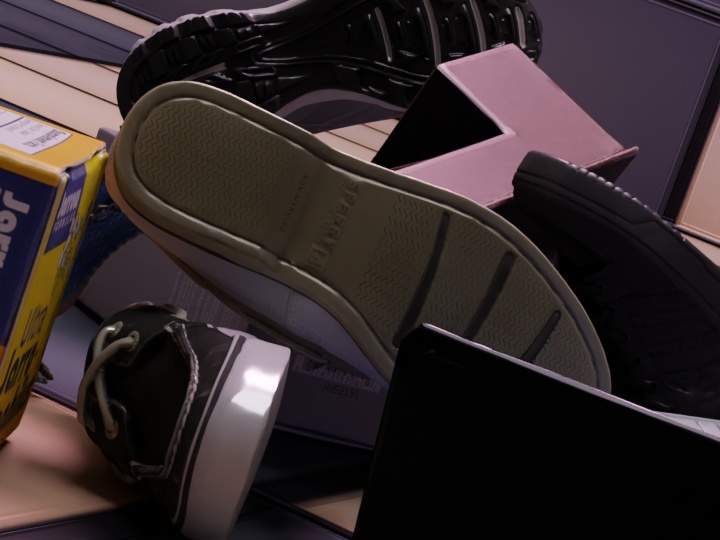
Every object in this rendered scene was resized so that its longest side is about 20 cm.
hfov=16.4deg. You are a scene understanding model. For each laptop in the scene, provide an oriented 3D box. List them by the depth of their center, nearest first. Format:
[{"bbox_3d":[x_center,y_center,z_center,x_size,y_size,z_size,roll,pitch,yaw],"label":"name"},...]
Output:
[{"bbox_3d":[0.096,0.086,0.865,0.176,0.104,0.200,22,8,9],"label":"laptop"}]

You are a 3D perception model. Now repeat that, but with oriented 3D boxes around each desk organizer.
[{"bbox_3d":[0.026,-0.032,1.040,0.077,0.072,0.200,45,32,16],"label":"desk organizer"}]

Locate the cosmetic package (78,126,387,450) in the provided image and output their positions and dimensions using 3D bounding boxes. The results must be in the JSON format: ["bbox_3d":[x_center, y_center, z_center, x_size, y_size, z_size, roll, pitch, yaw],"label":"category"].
[{"bbox_3d":[-0.051,0.006,1.135,0.106,0.091,0.200,15,6,-30],"label":"cosmetic package"}]

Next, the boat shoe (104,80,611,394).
[{"bbox_3d":[0.000,0.000,0.901,0.200,0.075,0.068,34,-13,-4],"label":"boat shoe"}]

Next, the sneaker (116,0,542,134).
[{"bbox_3d":[-0.014,-0.099,1.161,0.199,0.074,0.079,-11,-1,-3],"label":"sneaker"}]

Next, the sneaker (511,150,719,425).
[{"bbox_3d":[0.119,0.047,1.010,0.199,0.104,0.060,36,-3,-19],"label":"sneaker"}]

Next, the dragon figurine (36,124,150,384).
[{"bbox_3d":[-0.154,-0.018,0.957,0.199,0.100,0.059,13,9,-17],"label":"dragon figurine"}]

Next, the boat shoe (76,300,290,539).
[{"bbox_3d":[-0.068,0.048,0.867,0.063,0.071,0.200,19,-1,-8],"label":"boat shoe"}]

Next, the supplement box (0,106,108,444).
[{"bbox_3d":[-0.198,-0.019,0.825,0.199,0.110,0.109,19,8,0],"label":"supplement box"}]

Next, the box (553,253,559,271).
[{"bbox_3d":[0.163,0.073,1.085,0.199,0.117,0.060,19,7,-5],"label":"box"}]

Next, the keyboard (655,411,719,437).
[{"bbox_3d":[0.151,0.078,0.966,0.199,0.011,0.056,10,39,-32],"label":"keyboard"}]
